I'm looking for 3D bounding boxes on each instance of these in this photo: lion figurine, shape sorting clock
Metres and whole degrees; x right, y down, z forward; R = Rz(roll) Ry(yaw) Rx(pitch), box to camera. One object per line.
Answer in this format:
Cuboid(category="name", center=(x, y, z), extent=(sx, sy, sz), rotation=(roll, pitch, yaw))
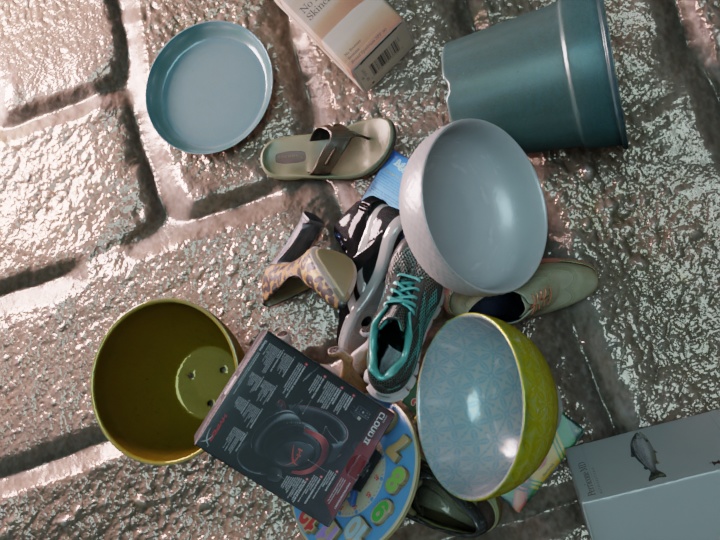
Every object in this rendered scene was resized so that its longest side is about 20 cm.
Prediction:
Cuboid(category="lion figurine", center=(-0.052, 0.138, 1.007), extent=(0.198, 0.073, 0.123), rotation=(0, 121, 18))
Cuboid(category="shape sorting clock", center=(-0.012, 0.247, 0.975), extent=(0.199, 0.039, 0.202), rotation=(-22, 55, 35))

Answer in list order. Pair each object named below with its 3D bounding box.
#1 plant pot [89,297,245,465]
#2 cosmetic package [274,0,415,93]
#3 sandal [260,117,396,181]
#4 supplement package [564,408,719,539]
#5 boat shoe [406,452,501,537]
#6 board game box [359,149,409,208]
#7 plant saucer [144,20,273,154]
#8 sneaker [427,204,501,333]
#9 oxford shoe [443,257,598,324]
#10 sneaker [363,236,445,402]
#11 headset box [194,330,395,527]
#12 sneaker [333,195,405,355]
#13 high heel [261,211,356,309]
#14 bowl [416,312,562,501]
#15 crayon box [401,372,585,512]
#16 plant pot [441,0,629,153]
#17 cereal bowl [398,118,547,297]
Cuboid(category="plant pot", center=(-0.224, 0.144, 1.029), extent=(0.198, 0.142, 0.202), rotation=(-2, 81, 13))
Cuboid(category="cosmetic package", center=(-0.031, -0.356, 1.091), extent=(0.103, 0.087, 0.200), rotation=(-45, 74, 4))
Cuboid(category="sandal", center=(-0.048, -0.162, 1.076), extent=(0.199, 0.057, 0.081), rotation=(-9, 74, 16))
Cuboid(category="supplement package", center=(0.342, 0.247, 0.869), extent=(0.198, 0.117, 0.118), rotation=(-17, 105, 10))
Cuboid(category="boat shoe", center=(0.070, 0.265, 0.961), extent=(0.199, 0.065, 0.074), rotation=(11, 97, 29))
Cuboid(category="board game box", center=(0.097, -0.067, 1.048), extent=(0.199, 0.019, 0.103), rotation=(34, 93, 16))
Cuboid(category="plant saucer", center=(-0.217, -0.262, 1.153), extent=(0.198, 0.027, 0.202), rotation=(-2, 80, 13))
Cuboid(category="sneaker", center=(0.116, -0.001, 0.987), extent=(0.086, 0.074, 0.202), rotation=(20, 91, 14))
Cuboid(category="oxford shoe", center=(0.202, 0.035, 0.954), extent=(0.198, 0.074, 0.071), rotation=(-13, 111, -9))
Cuboid(category="sneaker", center=(0.050, 0.049, 0.907), extent=(0.077, 0.091, 0.202), rotation=(10, 78, 11))
Cuboid(category="headset box", center=(-0.068, 0.184, 0.913), extent=(0.199, 0.075, 0.149), rotation=(33, 80, -8))
Cuboid(category="sneaker", center=(0.000, 0.000, 1.039), extent=(0.112, 0.073, 0.201), rotation=(38, 113, 39))
Cuboid(category="high heel", center=(-0.070, 0.030, 1.002), extent=(0.143, 0.071, 0.200), rotation=(-59, 30, 20))
Cuboid(category="bowl", center=(0.159, 0.151, 0.888), extent=(0.107, 0.200, 0.202), rotation=(6, 80, -28))
Cuboid(category="crayon box", center=(0.157, 0.180, 0.978), extent=(0.200, 0.051, 0.127), rotation=(39, 92, 17))
Cuboid(category="plant pot", center=(0.211, -0.227, 0.968), extent=(0.195, 0.200, 0.202), rotation=(-10, 79, 21))
Cuboid(category="cereal bowl", center=(0.119, -0.065, 0.908), extent=(0.083, 0.199, 0.202), rotation=(-17, 73, 53))
